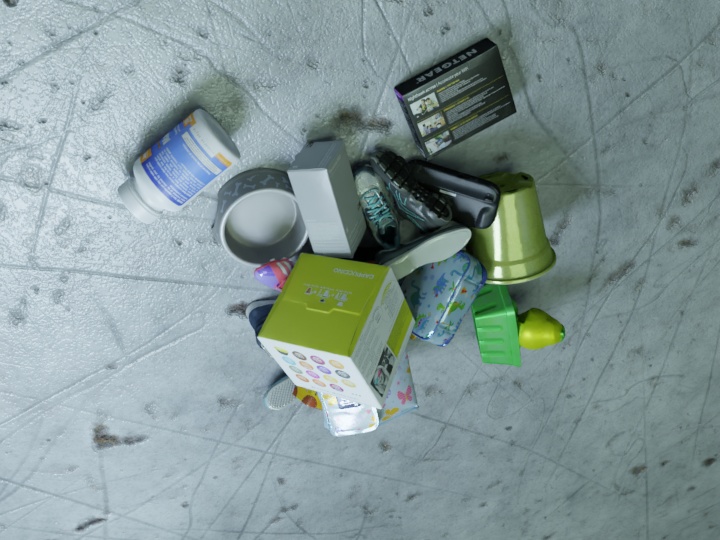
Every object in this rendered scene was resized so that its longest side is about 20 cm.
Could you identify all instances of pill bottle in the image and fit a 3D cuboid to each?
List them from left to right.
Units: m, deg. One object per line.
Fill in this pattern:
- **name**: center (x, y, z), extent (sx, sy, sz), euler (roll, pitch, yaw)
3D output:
- **pill bottle**: center (-0.314, -0.172, 1.210), extent (0.200, 0.112, 0.112), euler (-37, 129, 7)

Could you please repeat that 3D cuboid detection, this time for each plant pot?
- **plant pot**: center (0.299, -0.099, 1.470), extent (0.200, 0.200, 0.184), euler (-17, 117, -9)

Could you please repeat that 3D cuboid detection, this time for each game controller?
- **game controller**: center (0.174, -0.149, 1.398), extent (0.200, 0.042, 0.104), euler (20, 134, 16)

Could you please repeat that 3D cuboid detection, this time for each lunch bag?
- **lunch bag**: center (0.007, 0.244, 1.494), extent (0.200, 0.127, 0.170), euler (-17, 104, -24)
- **lunch bag**: center (0.154, 0.040, 1.454), extent (0.082, 0.161, 0.200), euler (22, 96, -44)

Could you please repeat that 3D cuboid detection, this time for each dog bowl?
- **dog bowl**: center (-0.185, -0.092, 1.354), extent (0.200, 0.059, 0.200), euler (-10, 127, -13)

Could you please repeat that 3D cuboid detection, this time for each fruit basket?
- **fruit basket**: center (0.369, 0.124, 1.664), extent (0.215, 0.156, 0.216), euler (-2, 130, -2)

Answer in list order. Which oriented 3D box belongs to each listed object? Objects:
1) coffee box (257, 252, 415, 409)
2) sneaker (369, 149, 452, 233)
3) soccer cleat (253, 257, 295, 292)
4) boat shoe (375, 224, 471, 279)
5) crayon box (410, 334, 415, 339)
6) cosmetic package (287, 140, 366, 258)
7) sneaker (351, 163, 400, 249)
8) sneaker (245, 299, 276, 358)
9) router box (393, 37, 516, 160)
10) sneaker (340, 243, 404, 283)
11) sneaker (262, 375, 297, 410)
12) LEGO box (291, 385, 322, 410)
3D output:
- **coffee box**: center (-0.038, 0.110, 1.343), extent (0.200, 0.199, 0.198), euler (-65, 148, -28)
- **sneaker**: center (0.084, -0.146, 1.372), extent (0.200, 0.075, 0.079), euler (45, 137, -9)
- **soccer cleat**: center (-0.138, 0.026, 1.397), extent (0.067, 0.077, 0.200), euler (-28, 162, 17)
- **boat shoe**: center (0.119, -0.048, 1.395), extent (0.200, 0.062, 0.073), euler (-26, 138, 6)
- **crayon box**: center (0.160, 0.084, 1.580), extent (0.200, 0.051, 0.127), euler (-46, 171, 16)
- **cosmetic package**: center (-0.059, -0.132, 1.324), extent (0.090, 0.107, 0.200), euler (3, 132, 19)
- **sneaker**: center (0.039, -0.122, 1.401), extent (0.078, 0.086, 0.200), euler (-28, 130, -1)
- **sneaker**: center (-0.125, 0.114, 1.474), extent (0.202, 0.146, 0.077), euler (-11, 126, -15)
- **router box**: center (0.182, -0.321, 1.333), extent (0.200, 0.051, 0.149), euler (-28, 128, 0)
- **sneaker**: center (0.001, 0.001, 1.488), extent (0.201, 0.067, 0.108), euler (-2, 134, -13)
- **sneaker**: center (-0.139, 0.257, 1.634), extent (0.200, 0.082, 0.074), euler (-21, 91, -24)
- **LEGO box**: center (-0.039, 0.218, 1.580), extent (0.149, 0.077, 0.200), euler (26, 88, -34)
